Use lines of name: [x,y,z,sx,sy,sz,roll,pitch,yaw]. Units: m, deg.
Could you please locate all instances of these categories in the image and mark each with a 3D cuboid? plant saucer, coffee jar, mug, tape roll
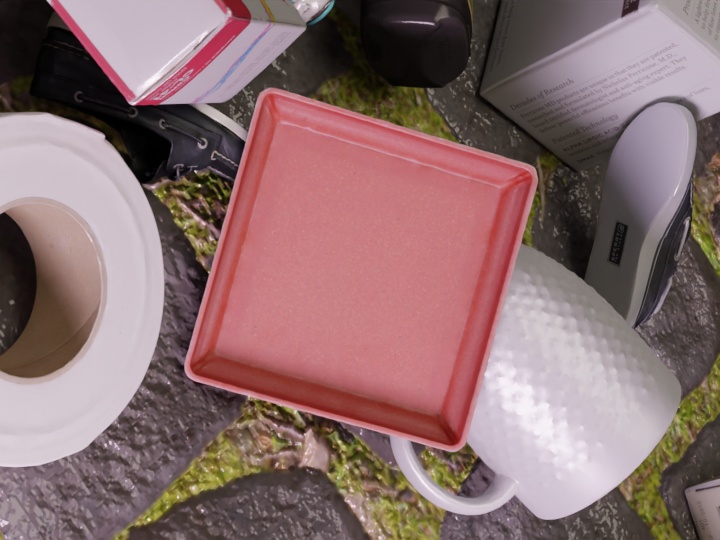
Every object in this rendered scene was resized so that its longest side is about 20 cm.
plant saucer: [0.000,0.000,1.096,0.198,0.037,0.202,16,91,-7]
coffee jar: [0.049,-0.245,1.240,0.084,0.105,0.202,2,64,8]
mug: [0.107,0.086,1.177,0.175,0.147,0.200,46,74,-10]
tape roll: [-0.208,0.009,0.932,0.201,0.070,0.205,-4,95,-48]

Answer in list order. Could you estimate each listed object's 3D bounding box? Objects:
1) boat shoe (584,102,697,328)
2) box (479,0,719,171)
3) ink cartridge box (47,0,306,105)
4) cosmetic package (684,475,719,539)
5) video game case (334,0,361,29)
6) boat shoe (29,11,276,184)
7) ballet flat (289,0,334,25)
boat shoe: [0.240,-0.042,1.320,0.067,0.072,0.202,-9,118,-41]
box: [0.225,-0.222,1.344,0.130,0.199,0.200,34,55,-28]
ink cartridge box: [-0.125,-0.180,0.990,0.148,0.085,0.200,50,10,3]
cosmetic package: [0.383,0.189,1.388,0.199,0.105,0.072,-11,81,-44]
video game case: [-0.021,-0.311,1.289,0.200,0.023,0.183,41,52,-21]
boat shoe: [-0.138,-0.092,1.077,0.199,0.074,0.067,36,75,-41]
ballet flat: [-0.032,-0.260,1.180,0.072,0.072,0.201,38,39,-23]
